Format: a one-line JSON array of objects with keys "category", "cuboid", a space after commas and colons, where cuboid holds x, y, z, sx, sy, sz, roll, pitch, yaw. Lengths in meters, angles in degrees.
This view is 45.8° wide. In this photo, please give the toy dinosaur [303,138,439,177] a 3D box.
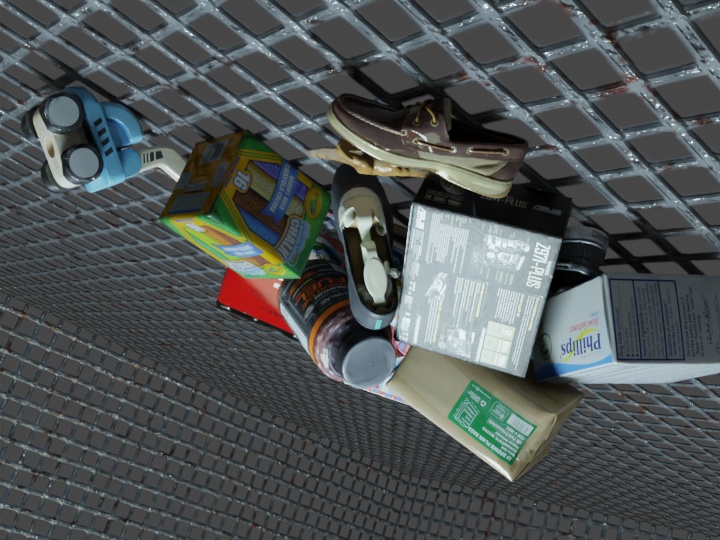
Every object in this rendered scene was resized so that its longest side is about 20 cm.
[{"category": "toy dinosaur", "cuboid": [0.003, -0.122, 0.921, 0.199, 0.061, 0.106, 12, 162, 20]}]

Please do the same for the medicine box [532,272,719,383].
[{"category": "medicine box", "cuboid": [0.330, 0.073, 1.001, 0.199, 0.103, 0.182, 2, 166, -15]}]

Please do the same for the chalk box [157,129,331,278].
[{"category": "chalk box", "cuboid": [-0.129, -0.066, 1.089, 0.125, 0.124, 0.200, -2, 149, 48]}]

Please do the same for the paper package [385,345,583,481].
[{"category": "paper package", "cuboid": [0.162, 0.155, 1.092, 0.200, 0.104, 0.190, 35, -165, 21]}]

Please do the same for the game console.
[{"category": "game console", "cuboid": [-0.111, 0.038, 1.337, 0.199, 0.119, 0.173, 23, 130, -2]}]

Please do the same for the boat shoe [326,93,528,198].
[{"category": "boat shoe", "cuboid": [0.068, -0.137, 0.824, 0.199, 0.072, 0.072, 21, 125, -8]}]

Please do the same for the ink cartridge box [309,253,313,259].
[{"category": "ink cartridge box", "cuboid": [-0.074, -0.011, 1.305, 0.199, 0.068, 0.116, 24, 162, -10]}]

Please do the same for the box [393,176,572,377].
[{"category": "box", "cuboid": [0.134, 0.002, 0.965, 0.163, 0.086, 0.201, 15, 128, 13]}]

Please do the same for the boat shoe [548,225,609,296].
[{"category": "boat shoe", "cuboid": [0.220, -0.001, 1.042, 0.072, 0.068, 0.200, 27, 161, -24]}]

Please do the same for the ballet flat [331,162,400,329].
[{"category": "ballet flat", "cuboid": [0.009, -0.033, 0.970, 0.073, 0.201, 0.073, -8, 174, -1]}]

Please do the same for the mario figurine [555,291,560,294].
[{"category": "mario figurine", "cuboid": [0.266, 0.044, 1.158, 0.199, 0.106, 0.124, 11, 129, -7]}]

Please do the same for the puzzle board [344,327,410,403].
[{"category": "puzzle board", "cuboid": [0.076, 0.092, 1.238, 0.150, 0.201, 0.017, 18, -175, 2]}]

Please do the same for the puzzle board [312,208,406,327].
[{"category": "puzzle board", "cuboid": [0.000, 0.000, 1.141, 0.200, 0.017, 0.151, 28, 140, 37]}]

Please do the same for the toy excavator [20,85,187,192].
[{"category": "toy excavator", "cuboid": [-0.300, -0.149, 1.093, 0.100, 0.200, 0.195, -6, 105, 53]}]

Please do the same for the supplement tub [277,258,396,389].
[{"category": "supplement tub", "cuboid": [-0.027, 0.068, 1.074, 0.107, 0.107, 0.200, 31, -173, -34]}]

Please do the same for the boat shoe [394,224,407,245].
[{"category": "boat shoe", "cuboid": [0.066, -0.004, 1.138, 0.199, 0.072, 0.072, 26, 162, 4]}]
